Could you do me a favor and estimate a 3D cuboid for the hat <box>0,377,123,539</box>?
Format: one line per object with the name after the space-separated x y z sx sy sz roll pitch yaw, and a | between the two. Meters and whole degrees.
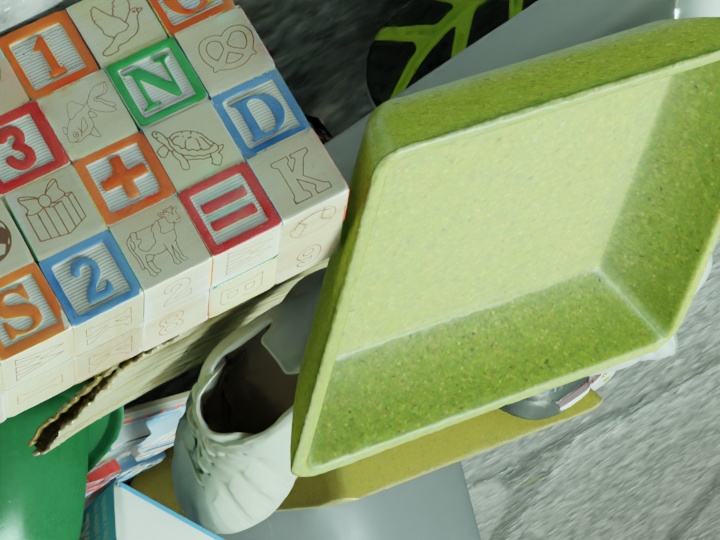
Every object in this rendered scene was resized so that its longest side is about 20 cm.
-0.152 0.171 1.201 0.200 0.177 0.165 -37 157 15 | hat

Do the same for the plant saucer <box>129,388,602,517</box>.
-0.005 0.082 1.502 0.199 0.049 0.199 -16 -176 -41 | plant saucer

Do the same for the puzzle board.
-0.143 0.104 1.392 0.150 0.017 0.200 -32 174 18 | puzzle board

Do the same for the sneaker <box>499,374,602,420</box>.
0.122 -0.023 1.460 0.200 0.075 0.116 -56 168 -35 | sneaker

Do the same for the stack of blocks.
-0.119 -0.021 1.024 0.199 0.115 0.059 -27 161 -15 | stack of blocks

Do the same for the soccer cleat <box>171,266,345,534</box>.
-0.052 0.063 1.248 0.077 0.069 0.200 -28 165 -38 | soccer cleat

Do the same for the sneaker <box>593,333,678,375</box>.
0.093 -0.020 1.357 0.080 0.071 0.201 -22 126 2 | sneaker

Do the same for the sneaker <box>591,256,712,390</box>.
0.138 0.024 1.667 0.199 0.074 0.115 -31 167 27 | sneaker

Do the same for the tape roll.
-0.036 0.146 1.550 0.199 0.067 0.200 -14 -178 0 | tape roll

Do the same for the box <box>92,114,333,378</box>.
-0.112 0.002 1.206 0.200 0.046 0.159 -38 162 18 | box

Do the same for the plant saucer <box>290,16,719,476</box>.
0.061 -0.020 1.127 0.199 0.048 0.201 -18 146 -27 | plant saucer

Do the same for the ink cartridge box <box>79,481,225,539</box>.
-0.125 0.223 1.292 0.128 0.126 0.200 32 118 -30 | ink cartridge box

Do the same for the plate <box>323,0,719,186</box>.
0.094 -0.048 1.200 0.199 0.032 0.200 -34 149 3 | plate

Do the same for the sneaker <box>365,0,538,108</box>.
0.088 -0.123 1.212 0.199 0.076 0.076 -27 179 -5 | sneaker

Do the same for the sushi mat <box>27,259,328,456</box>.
-0.069 0.028 1.218 0.096 0.012 0.200 -39 176 23 | sushi mat
